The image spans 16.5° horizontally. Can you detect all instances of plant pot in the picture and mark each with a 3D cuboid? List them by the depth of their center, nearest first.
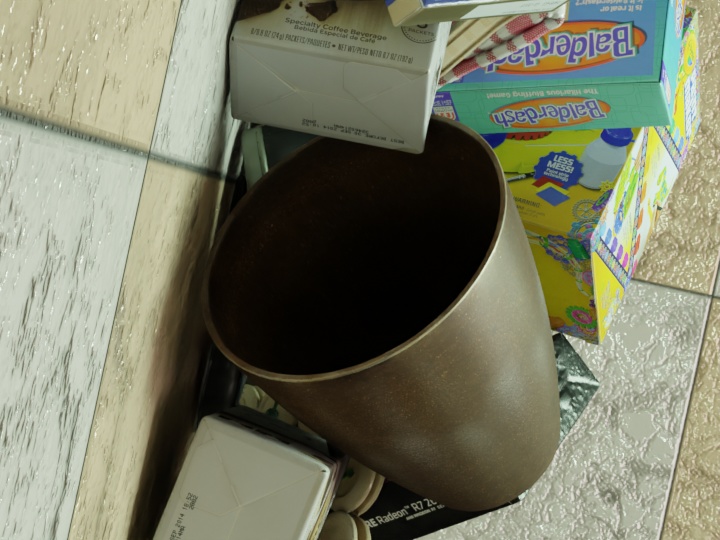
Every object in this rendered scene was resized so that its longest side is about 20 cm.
[{"bbox_3d":[0.036,0.044,1.427,0.200,0.186,0.188,55,38,-42],"label":"plant pot"}]

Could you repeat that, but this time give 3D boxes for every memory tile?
[{"bbox_3d":[-0.049,0.140,1.629,0.199,0.017,0.154,-11,-119,52],"label":"memory tile"}]

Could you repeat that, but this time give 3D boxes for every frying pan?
[{"bbox_3d":[-0.076,0.015,1.578,0.115,0.031,0.191,-72,177,-70],"label":"frying pan"}]

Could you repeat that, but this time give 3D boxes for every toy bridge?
[{"bbox_3d":[0.019,-0.132,1.477,0.027,0.199,0.068,43,42,-36],"label":"toy bridge"}]

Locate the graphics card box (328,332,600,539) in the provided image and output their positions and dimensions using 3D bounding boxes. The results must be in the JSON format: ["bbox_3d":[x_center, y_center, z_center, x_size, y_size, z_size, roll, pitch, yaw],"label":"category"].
[{"bbox_3d":[0.051,0.120,1.611,0.199,0.051,0.126,-24,-162,45],"label":"graphics card box"}]

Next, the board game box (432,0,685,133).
[{"bbox_3d":[0.128,-0.178,1.554,0.045,0.151,0.201,66,29,-51],"label":"board game box"}]

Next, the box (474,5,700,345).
[{"bbox_3d":[0.095,-0.086,1.609,0.122,0.199,0.193,77,34,-54],"label":"box"}]

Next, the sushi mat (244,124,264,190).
[{"bbox_3d":[-0.047,-0.142,1.598,0.096,0.012,0.201,66,36,-83],"label":"sushi mat"}]

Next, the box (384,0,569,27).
[{"bbox_3d":[0.039,-0.233,1.356,0.032,0.121,0.201,-30,-105,49],"label":"box"}]

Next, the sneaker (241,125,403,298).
[{"bbox_3d":[0.000,0.000,1.510,0.075,0.106,0.201,-88,166,-68],"label":"sneaker"}]

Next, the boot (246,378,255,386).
[{"bbox_3d":[-0.041,0.069,1.764,0.200,0.096,0.075,97,6,-62],"label":"boot"}]

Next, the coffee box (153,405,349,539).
[{"bbox_3d":[-0.067,0.148,1.458,0.200,0.079,0.114,8,104,-87],"label":"coffee box"}]

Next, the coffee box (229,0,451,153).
[{"bbox_3d":[0.002,-0.177,1.405,0.080,0.112,0.201,94,8,-57],"label":"coffee box"}]

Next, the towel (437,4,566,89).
[{"bbox_3d":[0.048,-0.173,1.528,0.030,0.199,0.147,38,42,-36],"label":"towel"}]
